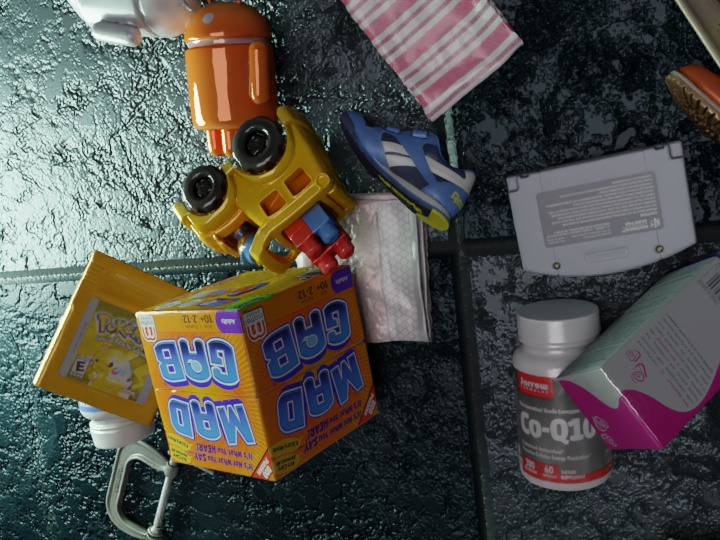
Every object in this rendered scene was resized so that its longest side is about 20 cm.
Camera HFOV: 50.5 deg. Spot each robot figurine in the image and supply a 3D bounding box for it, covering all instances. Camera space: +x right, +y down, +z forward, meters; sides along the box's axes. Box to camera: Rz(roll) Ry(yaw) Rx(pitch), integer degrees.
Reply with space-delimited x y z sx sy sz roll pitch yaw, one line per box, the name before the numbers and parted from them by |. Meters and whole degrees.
robot figurine | -0.165 -0.249 0.974 0.114 0.144 0.204 -3 103 0
robot figurine | -0.290 -0.364 0.995 0.197 0.113 0.172 8 71 19

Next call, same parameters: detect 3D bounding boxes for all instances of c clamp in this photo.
c clamp | -0.337 0.360 1.233 0.169 0.027 0.202 29 111 13

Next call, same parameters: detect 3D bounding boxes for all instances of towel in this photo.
towel | 0.000 0.000 1.014 0.188 0.032 0.204 -1 101 22
towel | 0.080 -0.300 0.912 0.146 0.030 0.201 -38 87 25

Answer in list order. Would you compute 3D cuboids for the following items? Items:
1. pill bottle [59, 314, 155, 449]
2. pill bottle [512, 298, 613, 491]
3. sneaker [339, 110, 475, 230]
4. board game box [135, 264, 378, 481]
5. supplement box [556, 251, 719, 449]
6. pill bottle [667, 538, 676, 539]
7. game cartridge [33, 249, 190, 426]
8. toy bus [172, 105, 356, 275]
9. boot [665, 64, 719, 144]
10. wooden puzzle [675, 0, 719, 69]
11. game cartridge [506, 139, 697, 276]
pill bottle | -0.376 0.156 1.153 0.112 0.114 0.204 -6 100 22
pill bottle | 0.239 0.144 0.908 0.112 0.114 0.204 -2 102 22
sneaker | 0.056 -0.137 0.938 0.200 0.074 0.082 43 86 17
board game box | -0.127 0.118 0.972 0.198 0.199 0.203 -3 103 40
supplement box | 0.324 0.087 0.812 0.199 0.103 0.102 -37 87 -19
pill bottle | 0.444 0.394 0.889 0.198 0.111 0.112 26 111 14
game cartridge | -0.337 0.098 1.084 0.175 0.032 0.203 25 87 -23
toy bus | -0.102 -0.065 0.942 0.199 0.136 0.193 -38 69 7
boot | 0.421 -0.172 0.794 0.199 0.075 0.108 36 100 10
wooden puzzle | 0.424 -0.282 0.738 0.198 0.046 0.187 -31 71 20
game cartridge | 0.278 -0.064 0.887 0.197 0.042 0.135 -9 103 23
